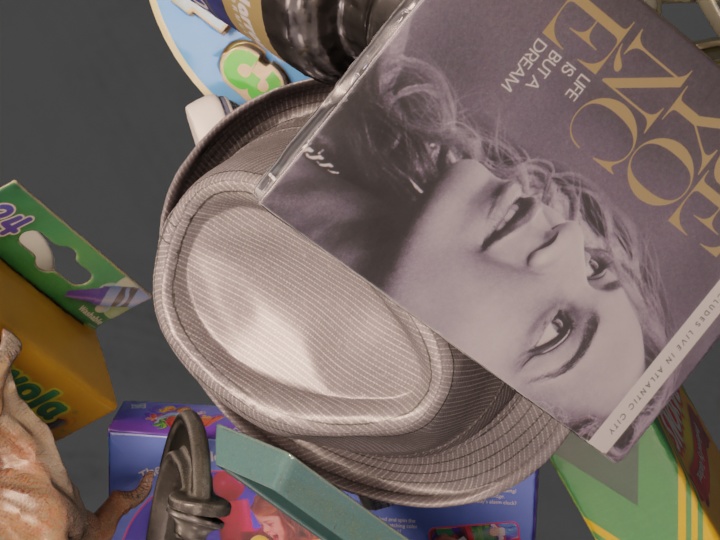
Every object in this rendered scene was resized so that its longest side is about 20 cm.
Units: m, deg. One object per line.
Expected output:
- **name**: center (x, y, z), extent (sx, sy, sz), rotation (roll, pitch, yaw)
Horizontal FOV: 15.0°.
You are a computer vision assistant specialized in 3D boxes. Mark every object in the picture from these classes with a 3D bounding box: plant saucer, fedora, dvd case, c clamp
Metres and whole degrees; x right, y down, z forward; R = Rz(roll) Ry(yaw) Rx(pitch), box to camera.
- **plant saucer**: center (0.020, 0.130, 1.190), extent (0.200, 0.070, 0.019), rotation (37, 79, -29)
- **fedora**: center (-0.006, 0.014, 1.121), extent (0.200, 0.090, 0.177), rotation (36, 111, 13)
- **dvd case**: center (0.077, -0.032, 1.052), extent (0.200, 0.016, 0.149), rotation (36, 95, -29)
- **c clamp**: center (-0.082, 0.162, 1.188), extent (0.027, 0.171, 0.200), rotation (8, 91, -9)

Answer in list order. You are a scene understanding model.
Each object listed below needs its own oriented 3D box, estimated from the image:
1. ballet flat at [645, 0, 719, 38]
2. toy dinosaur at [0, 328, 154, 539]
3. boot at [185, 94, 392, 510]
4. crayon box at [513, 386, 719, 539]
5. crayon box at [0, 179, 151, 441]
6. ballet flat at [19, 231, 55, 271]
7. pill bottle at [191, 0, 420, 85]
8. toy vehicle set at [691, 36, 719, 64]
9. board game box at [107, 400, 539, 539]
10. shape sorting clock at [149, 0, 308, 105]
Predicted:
- **ballet flat**: center (0.135, -0.126, 1.162), extent (0.200, 0.067, 0.062), rotation (-7, 73, -9)
- **toy dinosaur**: center (-0.167, 0.127, 1.189), extent (0.135, 0.086, 0.200), rotation (19, 82, -11)
- **boot**: center (0.000, 0.000, 1.225), extent (0.090, 0.073, 0.200), rotation (-26, 94, -4)
- **crayon box**: center (0.136, 0.104, 1.224), extent (0.051, 0.127, 0.200), rotation (-27, 103, 13)
- **crayon box**: center (-0.202, 0.051, 1.245), extent (0.200, 0.052, 0.126), rotation (-29, 145, 12)
- **ballet flat**: center (-0.244, -0.006, 1.262), extent (0.200, 0.069, 0.069), rotation (11, 107, 2)
- **pill bottle**: center (-0.020, -0.143, 1.101), extent (0.200, 0.112, 0.112), rotation (35, 111, 34)
- **toy vehicle set**: center (0.179, -0.073, 1.154), extent (0.200, 0.124, 0.027), rotation (-10, 110, 0)
- **board game box**: center (-0.017, 0.136, 1.290), extent (0.200, 0.045, 0.135), rotation (4, 106, 5)
- **shape sorting clock**: center (0.000, -0.145, 1.210), extent (0.200, 0.039, 0.200), rotation (1, 106, 5)
